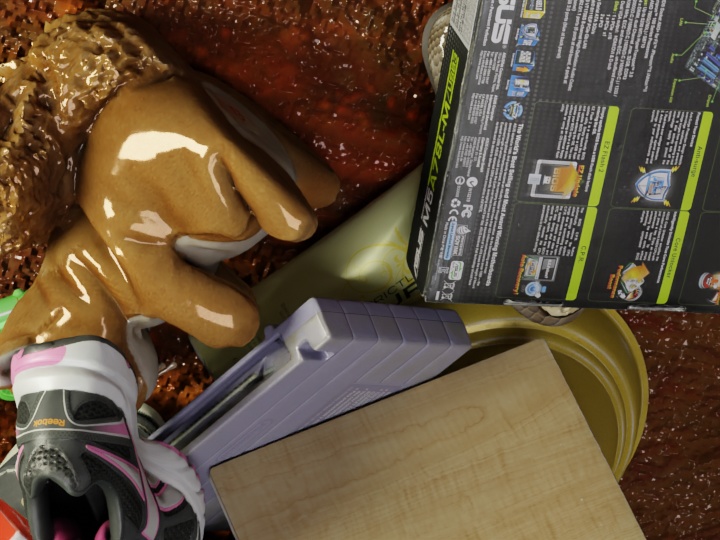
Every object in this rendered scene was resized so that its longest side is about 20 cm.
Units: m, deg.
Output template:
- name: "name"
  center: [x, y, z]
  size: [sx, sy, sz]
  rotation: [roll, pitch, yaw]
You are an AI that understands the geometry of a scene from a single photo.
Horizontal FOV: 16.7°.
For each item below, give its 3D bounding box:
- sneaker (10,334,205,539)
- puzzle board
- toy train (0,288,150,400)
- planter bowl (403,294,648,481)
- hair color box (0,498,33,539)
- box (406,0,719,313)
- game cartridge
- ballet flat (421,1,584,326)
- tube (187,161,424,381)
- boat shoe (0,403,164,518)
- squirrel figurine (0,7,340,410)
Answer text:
- name: "sneaker"
  center: [-0.136, 0.120, 1.232]
  size: [0.080, 0.087, 0.200]
  rotation: [-6, 145, 15]
- name: "puzzle board"
  center: [0.039, 0.136, 1.302]
  size: [0.200, 0.151, 0.017]
  rotation: [-21, 156, -10]
- name: "toy train"
  center: [-0.213, 0.047, 1.332]
  size: [0.200, 0.042, 0.057]
  rotation: [-20, 108, -1]
- name: "planter bowl"
  center: [0.079, 0.104, 1.397]
  size: [0.200, 0.084, 0.201]
  rotation: [-5, 119, -9]
- name: "hair color box"
  center: [-0.162, 0.217, 1.284]
  size: [0.111, 0.064, 0.200]
  rotation: [-47, 125, -4]
- name: "box"
  center: [0.134, -0.075, 1.271]
  size: [0.193, 0.048, 0.200]
  rotation: [1, 118, -16]
- name: "game cartridge"
  center: [-0.046, 0.080, 1.331]
  size: [0.200, 0.038, 0.130]
  rotation: [-40, 157, 30]
- name: "ballet flat"
  center: [0.086, -0.053, 1.318]
  size: [0.067, 0.046, 0.200]
  rotation: [-30, 117, -21]
- name: "tube"
  center: [0.000, 0.000, 1.344]
  size: [0.200, 0.052, 0.058]
  rotation: [-33, 161, -1]
- name: "boat shoe"
  center: [-0.191, 0.145, 1.376]
  size: [0.200, 0.068, 0.072]
  rotation: [-32, 119, 5]
- name: "squirrel figurine"
  center: [-0.136, -0.023, 1.257]
  size: [0.200, 0.142, 0.187]
  rotation: [41, 102, -11]
